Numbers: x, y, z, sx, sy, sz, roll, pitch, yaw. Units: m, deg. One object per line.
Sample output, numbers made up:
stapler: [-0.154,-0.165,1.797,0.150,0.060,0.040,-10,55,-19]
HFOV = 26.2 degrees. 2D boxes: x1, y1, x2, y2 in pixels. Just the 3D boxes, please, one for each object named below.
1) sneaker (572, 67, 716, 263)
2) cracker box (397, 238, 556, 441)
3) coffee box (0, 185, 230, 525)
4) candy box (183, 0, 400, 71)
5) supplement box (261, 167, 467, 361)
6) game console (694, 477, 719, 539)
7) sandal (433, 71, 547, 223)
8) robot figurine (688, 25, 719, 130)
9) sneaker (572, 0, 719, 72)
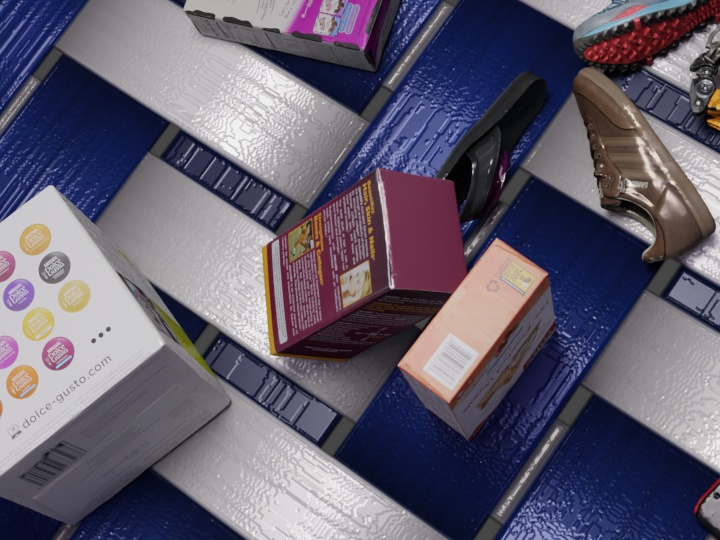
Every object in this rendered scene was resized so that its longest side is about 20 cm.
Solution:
sneaker: [0.240,-0.097,1.416,0.076,0.070,0.200,-34,68,2]
cracker box: [0.105,0.064,1.325,0.058,0.200,0.134,36,84,15]
coffee box: [-0.273,0.082,1.410,0.200,0.200,0.198,-38,67,-1]
candy box: [-0.061,-0.289,1.554,0.200,0.061,0.136,15,77,17]
supplement box: [0.000,0.000,1.375,0.200,0.086,0.110,-30,60,50]
game console: [0.411,0.209,1.302,0.177,0.031,0.200,-47,68,1]
sandal: [0.118,-0.099,1.441,0.048,0.075,0.200,34,82,25]
robot figurine: [0.391,-0.192,1.416,0.145,0.058,0.200,29,80,20]
sneaker: [0.282,-0.262,1.466,0.200,0.079,0.096,-27,59,-5]
